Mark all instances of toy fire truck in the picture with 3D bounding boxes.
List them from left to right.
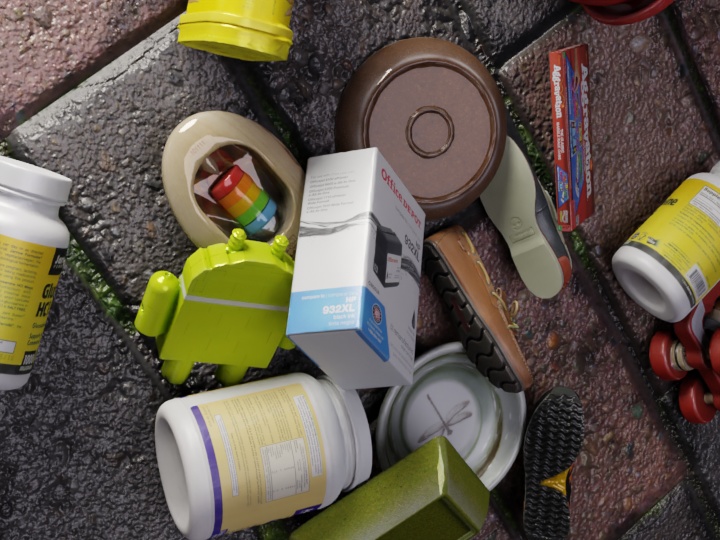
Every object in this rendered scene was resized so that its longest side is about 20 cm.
[{"bbox_3d":[0.471,0.095,1.529,0.201,0.111,0.169,52,53,-25],"label":"toy fire truck"}]

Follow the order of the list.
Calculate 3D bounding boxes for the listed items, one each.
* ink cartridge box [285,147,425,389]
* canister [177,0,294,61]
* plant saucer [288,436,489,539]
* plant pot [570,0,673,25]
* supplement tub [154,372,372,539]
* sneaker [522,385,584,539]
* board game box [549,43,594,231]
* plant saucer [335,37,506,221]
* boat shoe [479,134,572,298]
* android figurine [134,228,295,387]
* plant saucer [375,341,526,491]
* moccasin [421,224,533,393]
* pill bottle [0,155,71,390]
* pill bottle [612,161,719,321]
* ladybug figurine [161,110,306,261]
[{"bbox_3d":[0.000,0.000,1.204,0.145,0.083,0.202,48,42,-54],"label":"ink cartridge box"},{"bbox_3d":[-0.106,-0.309,1.133,0.086,0.148,0.203,9,94,-26],"label":"canister"},{"bbox_3d":[0.046,0.286,1.305,0.199,0.048,0.200,-34,144,3],"label":"plant saucer"},{"bbox_3d":[0.262,-0.380,1.272,0.181,0.200,0.202,25,89,-36],"label":"plant pot"},{"bbox_3d":[-0.102,0.188,1.237,0.198,0.145,0.147,-10,105,-23],"label":"supplement tub"},{"bbox_3d":[0.228,0.227,1.441,0.069,0.090,0.203,4,105,2],"label":"sneaker"},{"bbox_3d":[0.246,-0.155,1.371,0.103,0.019,0.203,-31,119,-61],"label":"board game box"},{"bbox_3d":[0.072,-0.151,1.293,0.198,0.034,0.203,-3,101,-14],"label":"plant saucer"},{"bbox_3d":[0.193,-0.068,1.373,0.062,0.071,0.202,-35,103,-55],"label":"boat shoe"},{"bbox_3d":[-0.132,0.039,1.200,0.180,0.041,0.201,6,130,-25],"label":"android figurine"},{"bbox_3d":[0.099,0.177,1.385,0.198,0.050,0.203,-6,103,-25],"label":"plant saucer"},{"bbox_3d":[0.139,0.043,1.340,0.077,0.074,0.203,-24,76,-29],"label":"moccasin"},{"bbox_3d":[-0.337,0.000,1.103,0.111,0.112,0.202,16,94,-27],"label":"pill bottle"},{"bbox_3d":[0.411,-0.044,1.447,0.200,0.112,0.113,-44,115,-12],"label":"pill bottle"},{"bbox_3d":[-0.125,-0.076,1.212,0.136,0.072,0.200,-44,115,-11],"label":"ladybug figurine"}]
